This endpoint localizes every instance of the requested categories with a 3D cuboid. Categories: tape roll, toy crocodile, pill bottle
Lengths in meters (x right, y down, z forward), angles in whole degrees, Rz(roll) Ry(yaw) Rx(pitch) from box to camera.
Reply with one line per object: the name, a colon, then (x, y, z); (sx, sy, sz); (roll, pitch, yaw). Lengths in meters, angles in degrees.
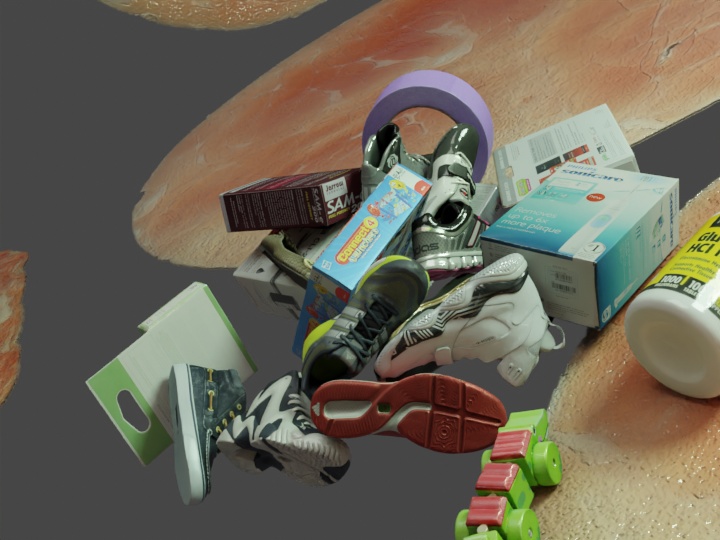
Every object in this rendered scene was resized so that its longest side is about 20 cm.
tape roll: (0.103, -0.200, 1.422); (0.197, 0.202, 0.066); (-16, 26, 24)
toy crocodile: (0.128, 0.190, 0.810); (0.067, 0.062, 0.201); (-10, 29, 33)
pill bottle: (0.344, 0.014, 0.862); (0.199, 0.114, 0.112); (-41, 27, -26)

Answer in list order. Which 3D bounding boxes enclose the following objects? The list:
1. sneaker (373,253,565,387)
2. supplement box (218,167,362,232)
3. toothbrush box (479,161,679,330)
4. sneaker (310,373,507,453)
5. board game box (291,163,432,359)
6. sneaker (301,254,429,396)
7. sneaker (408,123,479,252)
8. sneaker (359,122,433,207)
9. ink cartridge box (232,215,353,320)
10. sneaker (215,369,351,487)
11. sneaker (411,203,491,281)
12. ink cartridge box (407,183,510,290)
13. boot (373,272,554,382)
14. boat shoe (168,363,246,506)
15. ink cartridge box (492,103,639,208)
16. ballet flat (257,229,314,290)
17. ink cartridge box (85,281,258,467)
sneaker: (0.114, 0.081, 0.967); (0.199, 0.116, 0.075); (-36, -2, 14)
supplement box: (-0.096, -0.101, 1.338); (0.197, 0.062, 0.108); (-2, 17, 38)
toothbrush box: (0.248, -0.035, 1.032); (0.145, 0.087, 0.199); (16, 39, 40)
sneaker: (0.053, 0.139, 0.965); (0.196, 0.080, 0.115); (8, 0, 8)
board game box: (0.000, 0.000, 1.154); (0.055, 0.201, 0.196); (32, 55, 10)
sneaker: (0.004, 0.067, 0.992); (0.201, 0.073, 0.081); (-50, 13, 27)
sneaker: (0.129, -0.111, 1.269); (0.088, 0.074, 0.203); (8, 68, 54)
sneaker: (0.066, -0.159, 1.305); (0.074, 0.117, 0.199); (10, 31, 34)
ink cartridge box: (-0.072, -0.006, 1.353); (0.198, 0.084, 0.145); (8, 51, 51)
sneaker: (-0.064, 0.164, 1.036); (0.198, 0.080, 0.130); (-14, 35, 50)
sneaker: (0.139, -0.044, 1.151); (0.197, 0.089, 0.073); (-10, -8, -33)
ink cartridge box: (0.105, -0.039, 1.324); (0.162, 0.057, 0.202); (13, 67, 55)
boot: (0.121, 0.074, 1.036); (0.137, 0.078, 0.200); (11, 46, 47)
boat shoe: (-0.178, 0.191, 1.120); (0.089, 0.072, 0.202); (3, 41, -20)
ink cartridge box: (0.275, -0.123, 1.237); (0.173, 0.085, 0.201); (-21, 25, 15)
ballet flat: (-0.088, -0.016, 1.236); (0.046, 0.067, 0.200); (-46, 24, -5)
ink cartridge box: (-0.247, 0.133, 1.209); (0.199, 0.147, 0.048); (-39, 24, -24)
